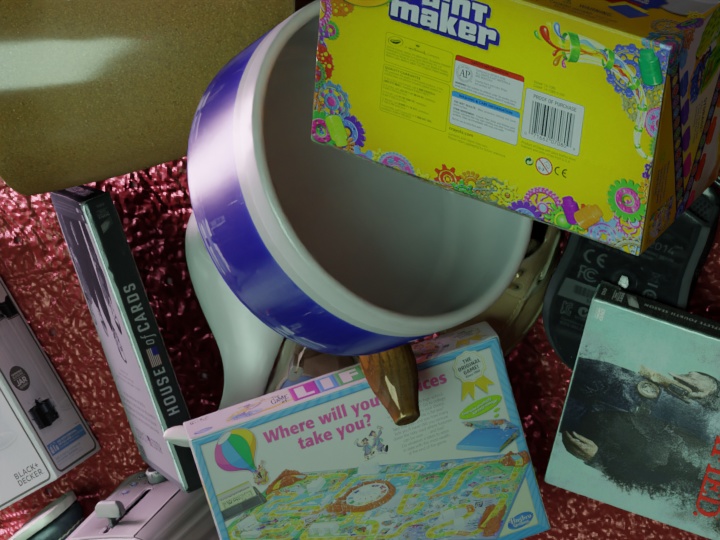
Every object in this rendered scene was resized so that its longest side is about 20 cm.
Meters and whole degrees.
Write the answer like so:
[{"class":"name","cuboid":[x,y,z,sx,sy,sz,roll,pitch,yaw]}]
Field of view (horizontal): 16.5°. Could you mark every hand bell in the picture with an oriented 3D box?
[{"class":"hand bell","cuboid":[0.000,0.000,1.505,0.104,0.104,0.201,-35,64,33]}]

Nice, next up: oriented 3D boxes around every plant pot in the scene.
[{"class":"plant pot","cuboid":[-0.122,-0.144,1.552,0.199,0.186,0.188,-2,107,15]}]

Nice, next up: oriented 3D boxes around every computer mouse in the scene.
[{"class":"computer mouse","cuboid":[0.174,-0.019,1.486,0.138,0.053,0.201,23,125,5]}]

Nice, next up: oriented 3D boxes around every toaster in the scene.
[{"class":"toaster","cuboid":[-0.135,0.241,1.708,0.113,0.129,0.201,-5,105,30]}]

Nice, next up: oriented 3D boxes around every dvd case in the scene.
[{"class":"dvd case","cuboid":[-0.155,0.042,1.653,0.025,0.150,0.201,-21,100,-13]},{"class":"dvd case","cuboid":[0.220,0.100,1.496,0.199,0.022,0.147,18,124,8]}]

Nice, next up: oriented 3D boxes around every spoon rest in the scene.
[{"class":"spoon rest","cuboid":[-0.079,0.024,1.603,0.099,0.061,0.201,1,68,26]}]

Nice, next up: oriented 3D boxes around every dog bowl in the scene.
[{"class":"dog bowl","cuboid":[0.002,-0.055,1.435,0.079,0.200,0.201,-25,95,51]}]

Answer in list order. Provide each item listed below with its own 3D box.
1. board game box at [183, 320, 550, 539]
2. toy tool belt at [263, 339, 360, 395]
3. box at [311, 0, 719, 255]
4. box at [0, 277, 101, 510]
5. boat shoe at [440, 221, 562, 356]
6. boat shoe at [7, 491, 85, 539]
[{"class":"board game box","cuboid":[0.005,0.127,1.531,0.199,0.034,0.135,-18,108,-6]},{"class":"toy tool belt","cuboid":[-0.003,0.097,1.607,0.122,0.125,0.201,21,117,-8]},{"class":"box","cuboid":[0.108,-0.128,1.331,0.199,0.193,0.123,20,124,23]},{"class":"box","cuboid":[-0.287,0.073,1.772,0.116,0.060,0.201,-31,92,33]},{"class":"boat shoe","cuboid":[0.090,-0.023,1.530,0.071,0.064,0.201,29,119,17]},{"class":"boat shoe","cuboid":[-0.249,0.232,1.799,0.062,0.075,0.200,49,124,7]}]
